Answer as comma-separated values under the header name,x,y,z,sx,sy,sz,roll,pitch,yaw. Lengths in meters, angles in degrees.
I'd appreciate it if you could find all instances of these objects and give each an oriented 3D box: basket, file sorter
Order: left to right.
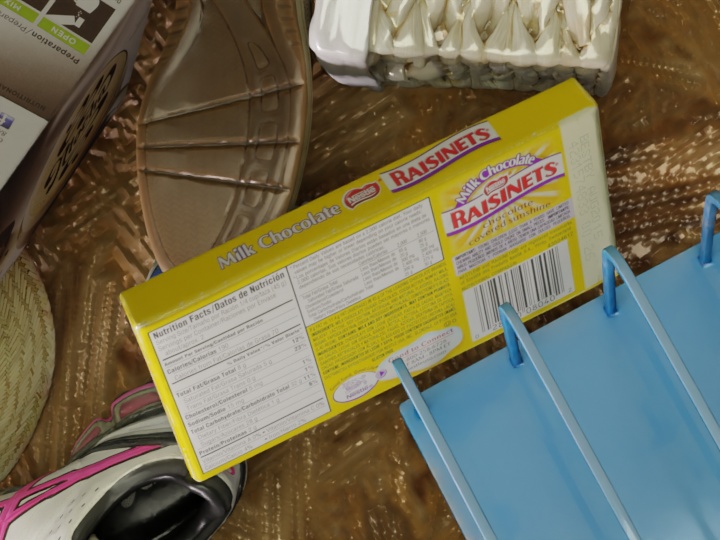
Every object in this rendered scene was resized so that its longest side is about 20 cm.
name,x,y,z,sx,sy,sz,roll,pitch,yaw
basket,0.055,-0.173,0.924,0.122,0.136,0.202,6,90,5
file sorter,0.128,0.057,0.892,0.199,0.123,0.140,-28,74,-1

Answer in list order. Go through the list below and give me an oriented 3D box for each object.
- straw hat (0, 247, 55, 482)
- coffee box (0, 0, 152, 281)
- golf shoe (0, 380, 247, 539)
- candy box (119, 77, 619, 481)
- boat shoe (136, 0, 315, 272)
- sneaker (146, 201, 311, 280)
name,x,y,z,sx,sy,sz,roll,pitch,yaw
straw hat,-0.215,0.055,0.928,0.199,0.085,0.203,-8,114,-18
coffee box,-0.164,-0.041,0.869,0.079,0.113,0.201,30,60,1
golf shoe,-0.134,0.127,0.957,0.200,0.092,0.073,-40,109,7
candy box,0.008,0.005,0.896,0.199,0.103,0.026,-25,46,-9
boat shoe,-0.047,-0.086,0.926,0.071,0.072,0.202,-2,80,15
sneaker,0.000,0.000,0.951,0.198,0.085,0.078,-16,87,6
